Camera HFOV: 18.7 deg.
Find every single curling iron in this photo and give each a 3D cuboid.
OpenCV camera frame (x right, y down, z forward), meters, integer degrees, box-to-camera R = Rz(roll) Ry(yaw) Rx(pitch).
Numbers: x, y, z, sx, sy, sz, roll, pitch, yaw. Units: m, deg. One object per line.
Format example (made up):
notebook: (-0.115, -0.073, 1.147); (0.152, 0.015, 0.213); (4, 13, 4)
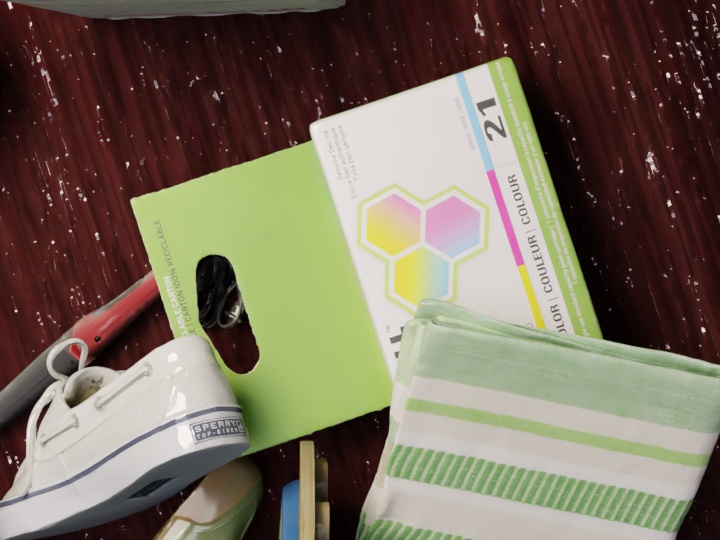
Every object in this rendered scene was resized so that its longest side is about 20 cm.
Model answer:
curling iron: (-0.137, 0.043, 1.149); (0.199, 0.026, 0.050); (-31, 84, 16)

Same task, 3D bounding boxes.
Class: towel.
towel: (0.077, 0.107, 1.034); (0.152, 0.023, 0.201); (12, 127, -2)

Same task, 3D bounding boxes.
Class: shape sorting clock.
shape sorting clock: (-0.023, 0.182, 1.039); (0.039, 0.200, 0.201); (4, 96, -3)

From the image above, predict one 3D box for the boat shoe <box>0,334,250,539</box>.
boat shoe: (-0.132, 0.077, 1.101); (0.202, 0.074, 0.087); (-33, 69, 51)

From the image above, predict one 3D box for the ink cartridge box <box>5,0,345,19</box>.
ink cartridge box: (-0.103, -0.168, 1.033); (0.147, 0.200, 0.086); (0, 94, 15)

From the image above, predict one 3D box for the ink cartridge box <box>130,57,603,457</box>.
ink cartridge box: (0.000, 0.000, 1.060); (0.199, 0.076, 0.149); (-19, 89, 1)

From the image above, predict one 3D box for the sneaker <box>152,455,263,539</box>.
sneaker: (-0.092, 0.192, 1.134); (0.090, 0.067, 0.200); (38, 103, 1)
